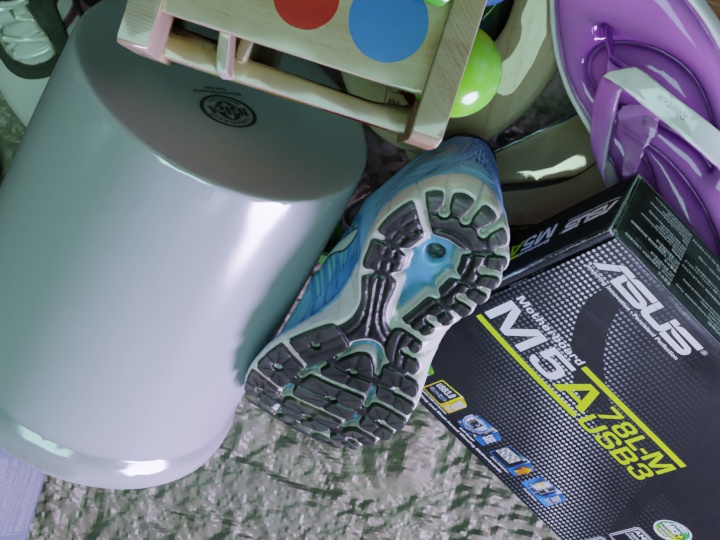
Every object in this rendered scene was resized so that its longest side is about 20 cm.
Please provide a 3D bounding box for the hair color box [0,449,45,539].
[{"bbox_3d":[-0.242,0.112,0.908,0.098,0.200,0.061,16,82,1],"label":"hair color box"}]

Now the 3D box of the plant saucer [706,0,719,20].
[{"bbox_3d":[0.203,-0.202,0.786,0.199,0.037,0.201,-6,112,-14],"label":"plant saucer"}]

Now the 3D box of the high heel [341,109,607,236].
[{"bbox_3d":[0.083,-0.055,0.827,0.142,0.072,0.200,10,140,-19],"label":"high heel"}]

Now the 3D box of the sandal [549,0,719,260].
[{"bbox_3d":[0.142,-0.054,0.760,0.082,0.050,0.203,-11,114,27],"label":"sandal"}]

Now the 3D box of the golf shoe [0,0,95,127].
[{"bbox_3d":[-0.184,-0.139,0.864,0.077,0.088,0.201,-16,111,12],"label":"golf shoe"}]

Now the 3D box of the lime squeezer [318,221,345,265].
[{"bbox_3d":[0.000,0.000,0.929,0.199,0.038,0.071,25,144,-3],"label":"lime squeezer"}]

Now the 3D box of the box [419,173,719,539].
[{"bbox_3d":[0.131,0.064,0.823,0.200,0.048,0.193,45,144,-16],"label":"box"}]

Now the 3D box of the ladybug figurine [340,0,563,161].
[{"bbox_3d":[0.057,-0.151,0.820,0.135,0.072,0.201,22,101,24],"label":"ladybug figurine"}]

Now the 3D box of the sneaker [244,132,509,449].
[{"bbox_3d":[0.014,0.011,0.802,0.078,0.090,0.200,33,128,-12],"label":"sneaker"}]

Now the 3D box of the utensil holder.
[{"bbox_3d":[-0.107,-0.015,0.838,0.169,0.170,0.200,29,124,-5],"label":"utensil holder"}]

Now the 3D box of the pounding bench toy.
[{"bbox_3d":[-0.006,-0.128,0.675,0.155,0.200,0.125,18,93,-2],"label":"pounding bench toy"}]
